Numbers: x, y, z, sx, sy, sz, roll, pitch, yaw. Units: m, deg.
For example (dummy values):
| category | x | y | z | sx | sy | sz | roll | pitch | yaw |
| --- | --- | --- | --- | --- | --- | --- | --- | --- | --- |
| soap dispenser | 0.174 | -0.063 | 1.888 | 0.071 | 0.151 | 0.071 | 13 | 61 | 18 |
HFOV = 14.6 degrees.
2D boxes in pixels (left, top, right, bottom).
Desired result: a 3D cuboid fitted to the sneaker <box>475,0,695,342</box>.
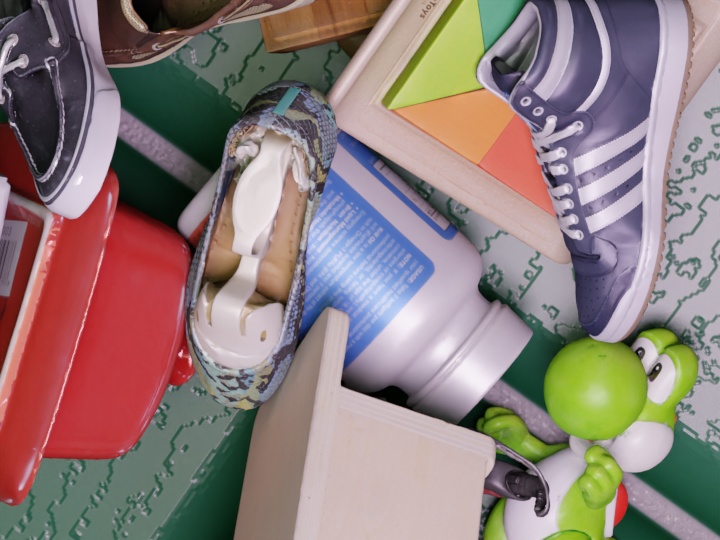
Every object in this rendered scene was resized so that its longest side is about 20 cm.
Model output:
| category | x | y | z | sx | sy | sz | roll | pitch | yaw |
| --- | --- | --- | --- | --- | --- | --- | --- | --- | --- |
| sneaker | 0.116 | -0.060 | 1.565 | 0.108 | 0.070 | 0.201 | 3 | 104 | -20 |

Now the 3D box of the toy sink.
| category | x | y | z | sx | sy | sz | roll | pitch | yaw |
| --- | --- | --- | --- | --- | --- | --- | --- | --- | --- |
| toy sink | 0.000 | 0.145 | 1.548 | 0.112 | 0.201 | 0.130 | 18 | 141 | -14 |

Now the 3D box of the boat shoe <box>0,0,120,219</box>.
| category | x | y | z | sx | sy | sz | roll | pitch | yaw |
| --- | --- | --- | --- | --- | --- | --- | --- | --- | --- |
| boat shoe | -0.181 | -0.113 | 1.556 | 0.068 | 0.201 | 0.072 | 19 | 133 | -30 |

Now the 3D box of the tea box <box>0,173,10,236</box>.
| category | x | y | z | sx | sy | sz | roll | pitch | yaw |
| --- | --- | --- | --- | --- | --- | --- | --- | --- | --- |
| tea box | -0.308 | 0.008 | 1.611 | 0.133 | 0.200 | 0.198 | 8 | 103 | -27 |

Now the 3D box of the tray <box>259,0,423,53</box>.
| category | x | y | z | sx | sy | sz | roll | pitch | yaw |
| --- | --- | --- | --- | --- | --- | --- | --- | --- | --- |
| tray | -0.025 | -0.234 | 1.612 | 0.098 | 0.037 | 0.201 | -12 | 91 | 21 |

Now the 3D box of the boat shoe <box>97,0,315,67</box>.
| category | x | y | z | sx | sy | sz | roll | pitch | yaw |
| --- | --- | --- | --- | --- | --- | --- | --- | --- | --- |
| boat shoe | -0.116 | -0.162 | 1.604 | 0.202 | 0.075 | 0.075 | -16 | 91 | 36 |

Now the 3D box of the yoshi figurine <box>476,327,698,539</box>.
| category | x | y | z | sx | sy | sz | roll | pitch | yaw |
| --- | --- | --- | --- | --- | --- | --- | --- | --- | --- |
| yoshi figurine | 0.116 | 0.114 | 1.643 | 0.112 | 0.112 | 0.201 | 34 | 99 | 7 |

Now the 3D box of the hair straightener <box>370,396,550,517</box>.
| category | x | y | z | sx | sy | sz | roll | pitch | yaw |
| --- | --- | --- | --- | --- | --- | --- | --- | --- | --- |
| hair straightener | 0.027 | 0.107 | 1.618 | 0.199 | 0.077 | 0.041 | 15 | 72 | 41 |

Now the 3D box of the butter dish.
| category | x | y | z | sx | sy | sz | roll | pitch | yaw |
| --- | --- | --- | --- | --- | --- | --- | --- | --- | --- |
| butter dish | -0.159 | 0.032 | 1.641 | 0.147 | 0.200 | 0.201 | 15 | 94 | -30 |

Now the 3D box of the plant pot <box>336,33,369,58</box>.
| category | x | y | z | sx | sy | sz | roll | pitch | yaw |
| --- | --- | --- | --- | --- | --- | --- | --- | --- | --- |
| plant pot | 0.061 | -0.194 | 1.636 | 0.199 | 0.027 | 0.201 | 1 | 99 | 6 |

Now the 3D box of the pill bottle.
| category | x | y | z | sx | sy | sz | roll | pitch | yaw |
| --- | --- | --- | --- | --- | --- | --- | --- | --- | --- |
| pill bottle | 0.000 | 0.000 | 1.633 | 0.200 | 0.112 | 0.112 | 42 | 102 | -1 |

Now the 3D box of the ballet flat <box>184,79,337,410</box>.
| category | x | y | z | sx | sy | sz | roll | pitch | yaw |
| --- | --- | --- | --- | --- | --- | --- | --- | --- | --- |
| ballet flat | -0.063 | -0.007 | 1.551 | 0.074 | 0.074 | 0.201 | 12 | 111 | 5 |

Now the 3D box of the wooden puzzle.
| category | x | y | z | sx | sy | sz | roll | pitch | yaw |
| --- | --- | --- | --- | --- | --- | --- | --- | --- | --- |
| wooden puzzle | 0.103 | -0.116 | 1.595 | 0.199 | 0.037 | 0.185 | 29 | 103 | -27 |
